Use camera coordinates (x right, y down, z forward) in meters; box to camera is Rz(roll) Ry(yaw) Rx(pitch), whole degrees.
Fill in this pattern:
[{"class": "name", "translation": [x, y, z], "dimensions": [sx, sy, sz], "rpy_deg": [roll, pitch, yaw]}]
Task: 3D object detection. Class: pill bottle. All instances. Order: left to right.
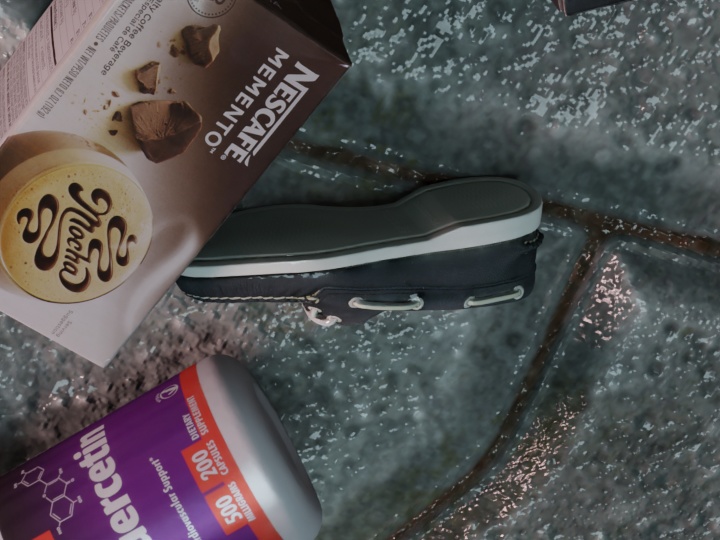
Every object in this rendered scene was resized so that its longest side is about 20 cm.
[{"class": "pill bottle", "translation": [-0.127, 0.137, 0.979], "dimensions": [0.199, 0.113, 0.113], "rpy_deg": [-30, 124, 1]}]

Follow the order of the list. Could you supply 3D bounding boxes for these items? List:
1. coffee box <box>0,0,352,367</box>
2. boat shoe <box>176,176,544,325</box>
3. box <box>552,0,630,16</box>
[{"class": "coffee box", "translation": [-0.111, -0.069, 0.880], "dimensions": [0.113, 0.080, 0.200], "rpy_deg": [32, 110, -27]}, {"class": "boat shoe", "translation": [0.000, 0.000, 0.953], "dimensions": [0.197, 0.076, 0.061], "rpy_deg": [-6, 117, -8]}, {"class": "box", "translation": [0.129, -0.204, 0.778], "dimensions": [0.162, 0.201, 0.087], "rpy_deg": [-14, 125, -3]}]
